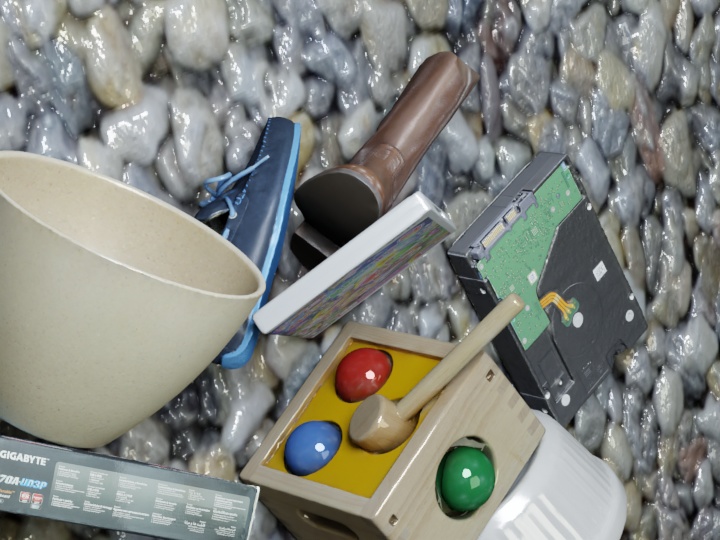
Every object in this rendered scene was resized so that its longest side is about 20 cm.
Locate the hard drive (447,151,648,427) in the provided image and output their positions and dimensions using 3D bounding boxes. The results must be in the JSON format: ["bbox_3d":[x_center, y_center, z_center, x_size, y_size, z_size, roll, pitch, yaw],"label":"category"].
[{"bbox_3d":[0.163,0.017,1.653,0.140,0.038,0.200,-47,125,-26],"label":"hard drive"}]

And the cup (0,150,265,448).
[{"bbox_3d":[-0.181,0.030,1.262,0.200,0.200,0.143,16,106,-42],"label":"cup"}]

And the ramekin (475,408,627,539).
[{"bbox_3d":[0.104,0.196,1.531,0.202,0.202,0.094,-49,115,-25],"label":"ramekin"}]

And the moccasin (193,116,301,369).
[{"bbox_3d":[-0.089,-0.030,1.373,0.081,0.068,0.200,99,4,-57],"label":"moccasin"}]

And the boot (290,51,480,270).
[{"bbox_3d":[0.031,-0.102,1.440,0.064,0.186,0.200,40,70,-2],"label":"boot"}]

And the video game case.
[{"bbox_3d":[0.000,0.000,1.391,0.143,0.200,0.018,-36,83,5],"label":"video game case"}]

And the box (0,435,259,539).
[{"bbox_3d":[-0.192,0.138,1.258,0.200,0.159,0.046,15,82,-34],"label":"box"}]

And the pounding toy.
[{"bbox_3d":[0.036,0.118,1.446,0.184,0.200,0.142,-54,127,-21],"label":"pounding toy"}]
